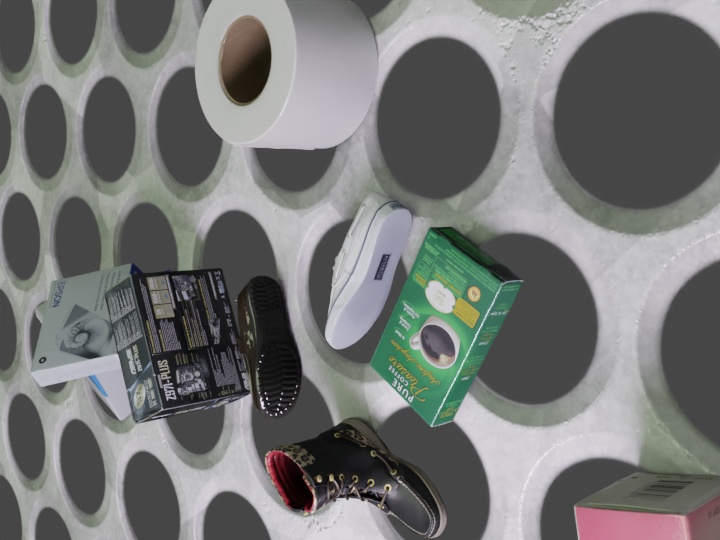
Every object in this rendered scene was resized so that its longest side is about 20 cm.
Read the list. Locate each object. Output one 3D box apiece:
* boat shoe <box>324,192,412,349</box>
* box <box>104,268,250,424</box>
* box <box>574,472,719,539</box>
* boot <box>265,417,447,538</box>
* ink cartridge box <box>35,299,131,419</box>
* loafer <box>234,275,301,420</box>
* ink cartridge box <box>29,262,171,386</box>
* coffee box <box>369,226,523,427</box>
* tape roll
[{"bbox_3d":[0.000,0.000,1.051,0.065,0.073,0.201,39,109,41],"label":"boat shoe"},{"bbox_3d":[-0.267,0.107,1.251,0.086,0.163,0.201,-27,75,42],"label":"box"},{"bbox_3d":[0.278,0.293,0.750,0.109,0.127,0.201,-10,87,44],"label":"box"},{"bbox_3d":[-0.007,0.260,1.014,0.200,0.150,0.073,41,121,35],"label":"boot"},{"bbox_3d":[-0.446,0.135,1.436,0.200,0.084,0.146,33,151,38],"label":"ink cartridge box"},{"bbox_3d":[-0.134,0.110,1.194,0.071,0.073,0.201,-19,75,54],"label":"loafer"},{"bbox_3d":[-0.405,0.076,1.335,0.041,0.199,0.200,73,-173,-45],"label":"ink cartridge box"},{"bbox_3d":[0.093,0.064,0.973,0.123,0.044,0.201,40,119,36],"label":"coffee box"},{"bbox_3d":[-0.095,-0.257,1.067,0.202,0.139,0.204,6,98,44],"label":"tape roll"}]
